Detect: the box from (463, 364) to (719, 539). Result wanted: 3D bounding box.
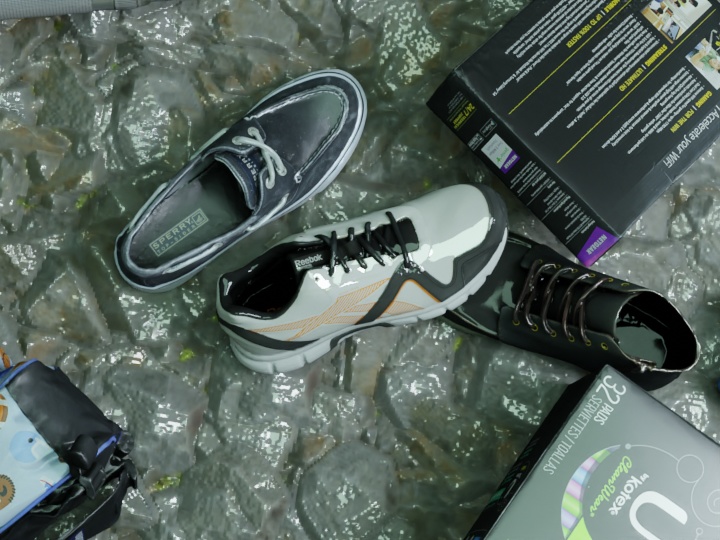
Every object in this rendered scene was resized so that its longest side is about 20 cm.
[{"bbox_3d":[0.145,0.185,1.629,0.148,0.124,0.200,35,79,0],"label":"box"}]

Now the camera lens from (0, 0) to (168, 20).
[{"bbox_3d":[-0.200,-0.239,1.631,0.200,0.160,0.160,-5,83,-7],"label":"camera lens"}]

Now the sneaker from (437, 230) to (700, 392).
[{"bbox_3d":[0.123,0.014,1.657,0.200,0.106,0.075,21,81,-3],"label":"sneaker"}]

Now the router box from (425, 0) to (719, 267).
[{"bbox_3d":[0.160,-0.119,1.669,0.149,0.051,0.200,46,57,3],"label":"router box"}]

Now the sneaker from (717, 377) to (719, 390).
[{"bbox_3d":[0.304,0.019,1.691,0.105,0.076,0.200,31,82,0],"label":"sneaker"}]

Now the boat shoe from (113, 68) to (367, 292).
[{"bbox_3d":[-0.075,-0.061,1.666,0.200,0.068,0.072,-36,88,-9],"label":"boat shoe"}]

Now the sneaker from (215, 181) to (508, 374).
[{"bbox_3d":[0.000,0.000,1.633,0.200,0.080,0.074,-28,60,5],"label":"sneaker"}]

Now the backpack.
[{"bbox_3d":[-0.246,0.132,1.571,0.154,0.200,0.191,43,87,6],"label":"backpack"}]
